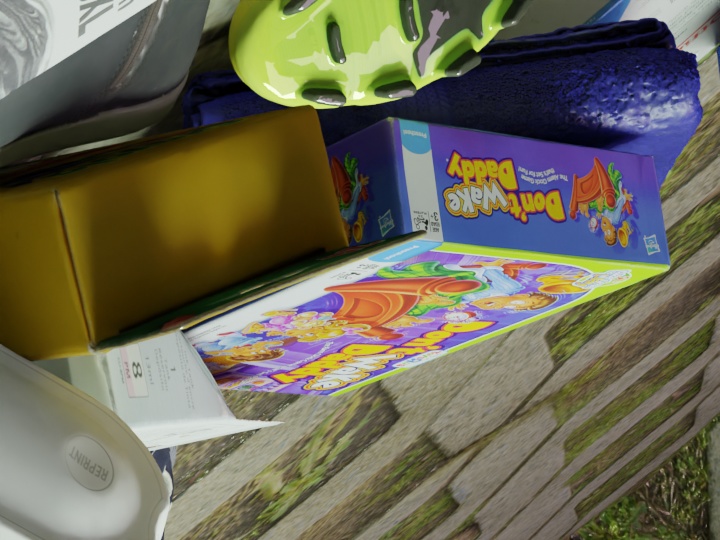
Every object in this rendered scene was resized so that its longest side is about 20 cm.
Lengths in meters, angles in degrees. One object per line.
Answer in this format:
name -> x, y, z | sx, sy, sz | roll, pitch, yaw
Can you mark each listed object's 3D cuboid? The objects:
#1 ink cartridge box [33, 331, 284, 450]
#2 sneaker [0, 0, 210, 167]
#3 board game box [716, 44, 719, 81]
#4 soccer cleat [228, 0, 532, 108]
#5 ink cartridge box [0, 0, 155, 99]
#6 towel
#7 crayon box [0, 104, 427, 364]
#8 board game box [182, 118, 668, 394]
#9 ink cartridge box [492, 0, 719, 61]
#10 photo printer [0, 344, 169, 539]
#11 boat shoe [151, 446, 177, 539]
ink cartridge box -> -0.134, 0.052, 0.947 | 0.162, 0.057, 0.200 | -12, 178, 14
sneaker -> -0.114, -0.078, 0.677 | 0.200, 0.075, 0.106 | -27, 151, -45
board game box -> 0.243, -0.122, 1.105 | 0.200, 0.045, 0.135 | -44, -163, 26
soccer cleat -> 0.028, -0.120, 0.885 | 0.200, 0.084, 0.065 | -36, 127, -22
ink cartridge box -> -0.112, -0.091, 0.565 | 0.200, 0.083, 0.145 | -35, 167, -16
towel -> 0.027, -0.053, 1.006 | 0.199, 0.050, 0.148 | -5, 166, -6
crayon box -> -0.095, -0.007, 0.780 | 0.199, 0.051, 0.127 | -8, -172, 36
board game box -> 0.000, 0.000, 0.976 | 0.134, 0.045, 0.200 | 5, 161, -40
ink cartridge box -> 0.108, -0.124, 1.115 | 0.116, 0.068, 0.200 | -40, 167, 4
photo printer -> -0.164, 0.069, 0.722 | 0.166, 0.200, 0.070 | -44, -159, 38
boat shoe -> -0.117, 0.102, 1.171 | 0.074, 0.093, 0.200 | -1, 168, 4
